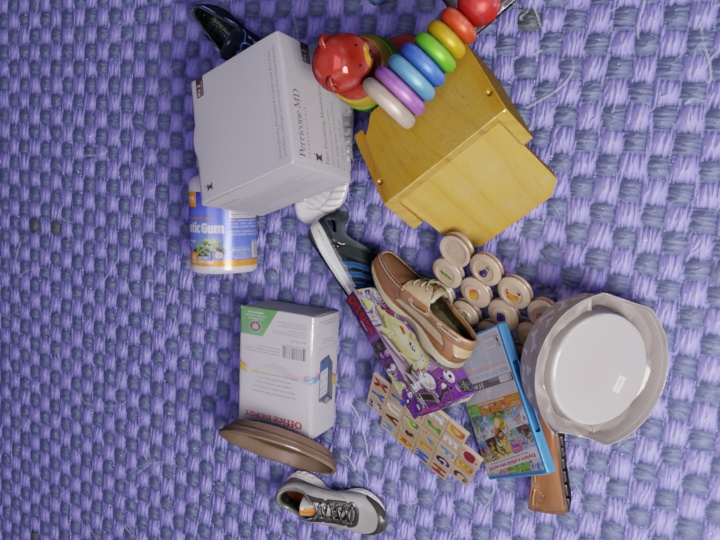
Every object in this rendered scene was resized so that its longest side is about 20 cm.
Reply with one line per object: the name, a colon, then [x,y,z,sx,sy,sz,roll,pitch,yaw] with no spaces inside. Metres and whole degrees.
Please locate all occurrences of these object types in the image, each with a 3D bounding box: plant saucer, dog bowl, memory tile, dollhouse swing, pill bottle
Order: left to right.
pill bottle: [-0.228,-0.099,1.173,0.111,0.112,0.202,2,97,27]
plant saucer: [-0.130,0.282,1.139,0.199,0.200,0.030,5,63,26]
dollhouse swing: [0.139,-0.160,0.980,0.200,0.175,0.183,-38,57,25]
memory tile: [0.180,0.046,0.991,0.200,0.017,0.154,39,143,19]
dog bowl: [0.293,0.121,0.903,0.059,0.198,0.202,-152,60,-69]

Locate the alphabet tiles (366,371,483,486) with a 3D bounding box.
alphabet tiles: [0.090,0.236,1.052,0.200,0.006,0.167,37,146,19]

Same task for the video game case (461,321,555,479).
video game case: [0.190,0.185,0.984,0.143,0.018,0.202,-39,64,61]

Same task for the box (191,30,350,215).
box: [-0.136,-0.208,1.053,0.199,0.130,0.201,-16,77,37]

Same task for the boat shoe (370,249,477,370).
boat shoe: [0.097,0.045,1.014,0.200,0.075,0.074,51,131,16]

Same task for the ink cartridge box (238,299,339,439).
ink cartridge box: [-0.119,0.159,1.160,0.144,0.087,0.202,6,97,27]

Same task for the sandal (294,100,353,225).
sandal: [-0.047,-0.169,1.111,0.082,0.050,0.204,17,98,8]

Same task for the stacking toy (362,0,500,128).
stacking toy: [0.095,-0.280,0.891,0.085,0.085,0.200,45,101,15]

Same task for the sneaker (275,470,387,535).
sneaker: [-0.050,0.390,1.155,0.199,0.079,0.075,9,98,25]

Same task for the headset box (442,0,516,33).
headset box: [0.182,-0.431,0.926,0.200,0.075,0.149,-38,97,26]

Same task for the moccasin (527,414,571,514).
moccasin: [0.248,0.241,0.995,0.077,0.074,0.203,-5,103,19]

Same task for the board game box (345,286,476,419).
board game box: [0.072,0.108,1.015,0.032,0.120,0.201,-48,61,34]

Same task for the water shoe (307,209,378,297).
water shoe: [0.000,0.000,1.087,0.079,0.071,0.201,-34,97,-4]

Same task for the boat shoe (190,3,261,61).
boat shoe: [-0.206,-0.359,1.156,0.200,0.069,0.084,39,111,16]

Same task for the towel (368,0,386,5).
towel: [0.071,-0.482,1.013,0.199,0.048,0.112,-30,83,26]

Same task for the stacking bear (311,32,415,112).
stacking bear: [0.004,-0.278,0.984,0.113,0.200,0.123,-4,94,27]
